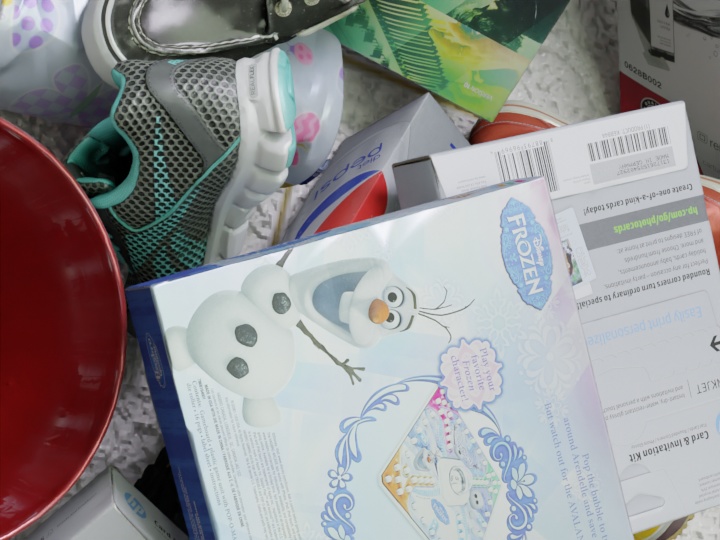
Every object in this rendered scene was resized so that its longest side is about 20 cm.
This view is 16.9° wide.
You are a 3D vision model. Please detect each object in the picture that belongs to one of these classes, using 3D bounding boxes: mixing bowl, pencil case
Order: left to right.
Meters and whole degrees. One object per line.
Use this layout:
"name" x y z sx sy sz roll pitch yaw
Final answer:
"mixing bowl" -0.215 0.029 1.075 0.200 0.108 0.201 3 84 -31
"pencil case" -0.105 -0.099 1.167 0.200 0.091 0.083 15 60 -31

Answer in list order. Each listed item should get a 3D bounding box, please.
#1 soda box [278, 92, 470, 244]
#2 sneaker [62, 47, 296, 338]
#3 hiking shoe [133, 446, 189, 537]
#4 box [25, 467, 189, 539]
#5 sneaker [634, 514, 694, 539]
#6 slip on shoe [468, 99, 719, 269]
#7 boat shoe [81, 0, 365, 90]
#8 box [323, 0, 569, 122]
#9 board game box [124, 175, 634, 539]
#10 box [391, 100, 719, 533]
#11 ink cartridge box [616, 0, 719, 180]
"soda box" 0.000 0.000 1.193 0.068 0.063 0.200 50 40 -17
"sneaker" -0.096 -0.037 1.121 0.091 0.200 0.078 6 52 -17
"hiking shoe" -0.059 0.107 1.186 0.087 0.074 0.200 28 73 -26
"box" -0.103 0.210 1.119 0.156 0.041 0.200 -41 113 9
"sneaker" 0.162 0.047 1.327 0.090 0.075 0.201 30 71 -31
"slip on shoe" 0.144 -0.023 1.283 0.200 0.074 0.061 25 43 2
"boat shoe" -0.036 -0.141 1.121 0.200 0.064 0.071 -28 96 -28
"box" 0.055 -0.190 1.211 0.144 0.036 0.200 26 111 -17
"board game box" 0.014 0.078 1.087 0.199 0.043 0.201 -16 94 -23
"box" 0.108 0.029 1.184 0.156 0.041 0.201 -14 92 -30
"ink cartridge box" 0.209 -0.140 1.281 0.083 0.147 0.200 -29 132 -26
